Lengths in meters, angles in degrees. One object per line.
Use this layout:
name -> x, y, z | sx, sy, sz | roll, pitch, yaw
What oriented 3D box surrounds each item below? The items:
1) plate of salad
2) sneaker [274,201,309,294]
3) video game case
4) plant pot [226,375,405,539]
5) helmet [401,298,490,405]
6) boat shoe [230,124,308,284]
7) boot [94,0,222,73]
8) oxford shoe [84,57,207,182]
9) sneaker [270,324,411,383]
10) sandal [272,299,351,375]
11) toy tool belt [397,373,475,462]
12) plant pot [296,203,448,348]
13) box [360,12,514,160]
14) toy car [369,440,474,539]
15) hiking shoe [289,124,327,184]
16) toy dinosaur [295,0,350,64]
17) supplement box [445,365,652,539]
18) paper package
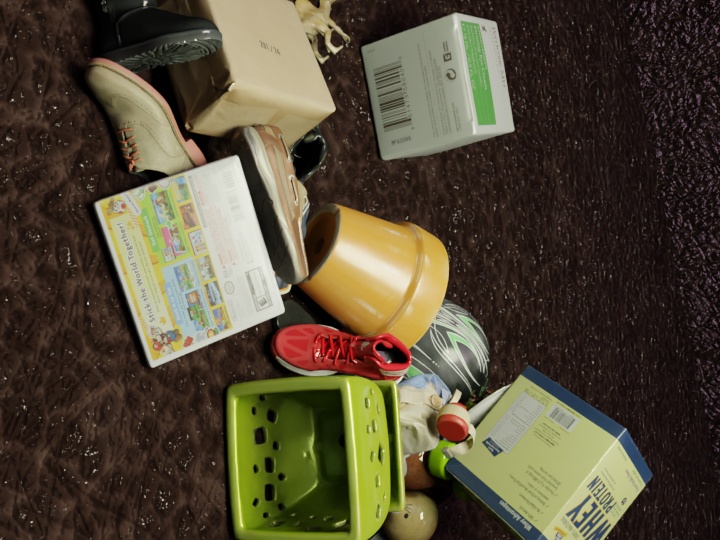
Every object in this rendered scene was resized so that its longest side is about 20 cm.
plate of salad -> 0.208, 0.224, 1.322 | 0.198, 0.200, 0.049 | 13, 38, -52
sneaker -> -0.124, -0.016, 1.127 | 0.080, 0.077, 0.201 | 54, 55, -27
video game case -> -0.200, -0.013, 0.989 | 0.179, 0.023, 0.205 | -21, 104, -21
plant pot -> -0.048, 0.241, 1.098 | 0.180, 0.195, 0.206 | 5, 79, -60
helmet -> 0.115, 0.140, 1.358 | 0.201, 0.195, 0.194 | -52, 141, -45
boat shoe -> -0.097, -0.085, 1.029 | 0.071, 0.075, 0.205 | -21, 100, -35
boot -> -0.243, -0.343, 0.946 | 0.065, 0.160, 0.206 | -1, 84, -73
oxford shoe -> -0.256, -0.157, 0.971 | 0.201, 0.069, 0.076 | 50, 52, -36
sneaker -> -0.021, 0.101, 1.126 | 0.195, 0.116, 0.080 | 9, 67, -10
sandal -> -0.057, 0.116, 1.224 | 0.200, 0.044, 0.076 | 48, 48, -39
toy tool belt -> 0.083, 0.200, 1.206 | 0.126, 0.197, 0.124 | 53, 39, -22
plant pot -> 0.000, 0.000, 1.221 | 0.181, 0.198, 0.205 | 28, 61, -30
box -> 0.136, -0.314, 1.439 | 0.170, 0.196, 0.205 | -16, 96, -56
toy car -> 0.071, 0.365, 1.283 | 0.158, 0.162, 0.203 | 46, 62, -40
hiking shoe -> -0.079, -0.183, 1.196 | 0.076, 0.099, 0.204 | 47, 49, -39
toy dinosaur -> -0.073, -0.379, 1.293 | 0.102, 0.058, 0.201 | 54, 35, -13
supplement box -> 0.268, 0.289, 1.191 | 0.200, 0.199, 0.135 | -47, 128, -8
paper package -> -0.151, -0.269, 1.064 | 0.198, 0.102, 0.195 | 2, 63, -54
